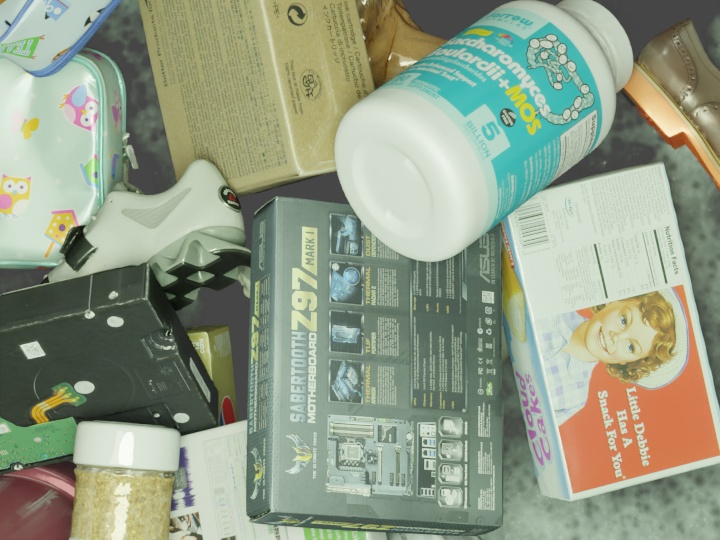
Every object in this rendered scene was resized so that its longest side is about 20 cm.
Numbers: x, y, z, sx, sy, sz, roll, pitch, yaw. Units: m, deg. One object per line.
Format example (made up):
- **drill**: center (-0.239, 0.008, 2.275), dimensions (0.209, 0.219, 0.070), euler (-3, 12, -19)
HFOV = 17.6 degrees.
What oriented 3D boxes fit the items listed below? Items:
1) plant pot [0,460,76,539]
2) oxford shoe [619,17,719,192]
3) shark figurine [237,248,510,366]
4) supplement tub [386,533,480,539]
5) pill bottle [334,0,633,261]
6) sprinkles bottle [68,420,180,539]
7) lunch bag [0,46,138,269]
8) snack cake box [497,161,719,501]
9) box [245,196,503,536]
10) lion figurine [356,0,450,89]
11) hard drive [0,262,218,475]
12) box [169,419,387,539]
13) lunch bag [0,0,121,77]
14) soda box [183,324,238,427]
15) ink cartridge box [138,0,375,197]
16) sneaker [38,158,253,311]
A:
- **plant pot**: center (-0.251, 0.230, 1.557), dimensions (0.198, 0.179, 0.202), euler (0, 93, 10)
- **oxford shoe**: center (0.256, -0.079, 1.511), dimensions (0.073, 0.071, 0.200), euler (-44, 85, 4)
- **shark figurine**: center (0.016, 0.004, 1.531), dimensions (0.213, 0.128, 0.090), euler (17, 86, 7)
- **supplement tub**: center (0.001, 0.251, 1.544), dimensions (0.200, 0.123, 0.123), euler (-40, 86, 9)
- **pill bottle**: center (0.085, -0.098, 1.451), dimensions (0.110, 0.200, 0.111), euler (29, 139, 30)
- **sprinkles bottle**: center (-0.156, 0.198, 1.480), dimensions (0.068, 0.068, 0.202), euler (4, 86, 9)
- **lunch bag**: center (-0.253, -0.082, 1.592), dimensions (0.198, 0.077, 0.162), euler (2, 92, 9)
- **snack cake box**: center (0.158, 0.039, 1.516), dimensions (0.114, 0.067, 0.201), euler (-13, 91, -14)
- **box**: center (0.010, 0.061, 1.453), dimensions (0.157, 0.051, 0.202), euler (5, 75, -22)
- **lion figurine**: center (0.043, -0.133, 1.551), dimensions (0.199, 0.072, 0.123), euler (19, 86, -6)
- **hard drive**: center (-0.207, 0.069, 1.507), dimensions (0.199, 0.140, 0.038), euler (-14, 46, 11)
- **box**: center (-0.079, 0.173, 1.505), dimensions (0.199, 0.036, 0.145), euler (-15, 78, 23)
- **lunch bag**: center (-0.224, -0.234, 1.542), dimensions (0.160, 0.075, 0.200), euler (-48, 51, 17)
- **soda box**: center (-0.118, 0.140, 1.587), dimensions (0.067, 0.064, 0.202), euler (-5, 92, 11)
- **ink cartridge box**: center (-0.071, -0.153, 1.513), dimensions (0.075, 0.164, 0.201), euler (-13, 92, -31)
- **sneaker**: center (-0.160, -0.007, 1.528), dimensions (0.199, 0.074, 0.089), euler (-26, 65, 21)
